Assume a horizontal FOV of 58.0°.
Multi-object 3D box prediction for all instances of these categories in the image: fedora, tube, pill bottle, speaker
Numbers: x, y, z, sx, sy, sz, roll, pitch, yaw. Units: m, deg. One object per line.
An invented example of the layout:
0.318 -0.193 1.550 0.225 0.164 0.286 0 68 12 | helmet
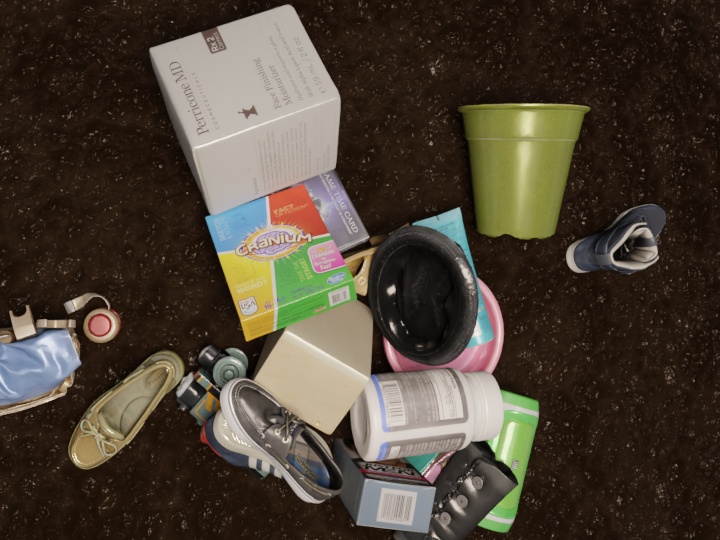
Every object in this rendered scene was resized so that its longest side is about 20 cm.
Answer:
0.102 0.028 0.920 0.091 0.198 0.204 -25 95 -49 | fedora
0.145 0.013 0.975 0.076 0.050 0.204 -18 89 -9 | tube
0.092 0.197 0.908 0.196 0.114 0.117 -2 89 -17 | pill bottle
0.219 0.293 1.016 0.087 0.088 0.204 16 84 -13 | speaker

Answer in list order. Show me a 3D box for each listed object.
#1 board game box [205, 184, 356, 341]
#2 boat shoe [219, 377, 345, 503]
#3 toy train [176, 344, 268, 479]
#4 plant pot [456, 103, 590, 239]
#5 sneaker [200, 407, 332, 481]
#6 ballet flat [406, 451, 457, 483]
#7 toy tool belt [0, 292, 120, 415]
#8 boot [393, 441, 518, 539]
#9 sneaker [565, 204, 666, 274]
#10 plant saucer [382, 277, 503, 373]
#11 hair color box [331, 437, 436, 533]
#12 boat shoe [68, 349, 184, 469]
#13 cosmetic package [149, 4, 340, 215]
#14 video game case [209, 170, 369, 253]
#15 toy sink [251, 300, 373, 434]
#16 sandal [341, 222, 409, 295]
-0.110 -0.018 0.863 0.150 0.041 0.201 -20 50 -12 | board game box
-0.090 0.208 0.801 0.202 0.066 0.070 55 43 -12 | boat shoe
-0.167 0.199 0.923 0.200 0.085 0.114 43 88 -9 | toy train
0.242 -0.151 0.997 0.196 0.200 0.195 -1 100 -14 | plant pot
-0.124 0.237 0.866 0.199 0.084 0.076 38 48 -27 | sneaker
0.135 0.272 1.008 0.200 0.069 0.071 -44 130 -4 | ballet flat
-0.411 0.106 0.837 0.197 0.123 0.127 -24 94 -14 | toy tool belt
0.163 0.373 0.951 0.164 0.065 0.201 42 98 22 | boot
0.455 -0.055 1.059 0.200 0.146 0.078 -29 93 -15 | sneaker
0.125 0.097 1.015 0.196 0.051 0.206 0 88 -16 | plant saucer
0.023 0.293 0.904 0.097 0.200 0.062 12 87 -14 | hair color box
-0.321 0.191 0.878 0.200 0.063 0.073 -42 96 -1 | boat shoe
-0.149 -0.211 0.872 0.197 0.166 0.167 -23 70 -14 | cosmetic package
-0.104 -0.067 0.952 0.197 0.019 0.145 -24 74 -14 | video game case
-0.065 0.111 0.922 0.129 0.201 0.113 31 111 -11 | toy sink
0.003 0.000 0.962 0.210 0.077 0.071 -28 102 -30 | sandal
